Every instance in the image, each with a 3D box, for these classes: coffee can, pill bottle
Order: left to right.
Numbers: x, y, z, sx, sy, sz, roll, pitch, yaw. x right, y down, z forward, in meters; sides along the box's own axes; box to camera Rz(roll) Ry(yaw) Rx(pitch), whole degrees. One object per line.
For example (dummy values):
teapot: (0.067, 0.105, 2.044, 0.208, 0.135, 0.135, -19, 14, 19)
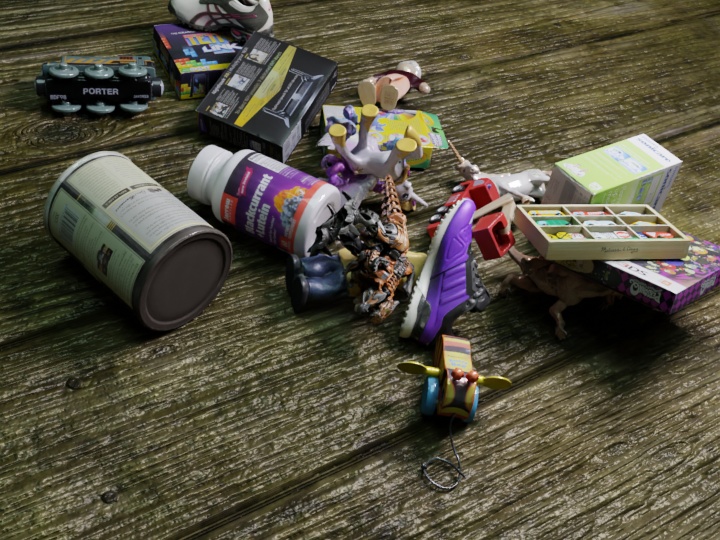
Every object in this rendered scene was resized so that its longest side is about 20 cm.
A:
coffee can: (-0.281, -0.040, 1.153, 0.200, 0.147, 0.146, 37, 47, 26)
pill bottle: (-0.138, -0.102, 1.282, 0.199, 0.112, 0.111, 24, 43, 15)

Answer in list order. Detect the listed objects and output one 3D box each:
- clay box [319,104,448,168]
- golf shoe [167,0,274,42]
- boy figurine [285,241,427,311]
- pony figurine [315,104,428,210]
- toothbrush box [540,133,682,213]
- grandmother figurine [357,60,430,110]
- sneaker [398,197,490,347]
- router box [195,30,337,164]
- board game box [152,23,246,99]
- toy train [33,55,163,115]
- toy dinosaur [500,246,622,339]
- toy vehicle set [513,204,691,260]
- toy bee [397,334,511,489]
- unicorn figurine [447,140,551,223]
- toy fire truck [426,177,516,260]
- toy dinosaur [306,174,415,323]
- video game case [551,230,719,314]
clay box: (0.037, -0.219, 1.501, 0.199, 0.048, 0.115, 3, 40, -11)
golf shoe: (-0.241, -0.461, 1.596, 0.199, 0.088, 0.077, 18, 42, 10)
boy figurine: (0.000, 0.000, 1.235, 0.199, 0.065, 0.125, -8, 52, -23)
pony figurine: (0.005, -0.156, 1.333, 0.192, 0.200, 0.167, 13, 66, 11)
toothbrush box: (0.368, -0.105, 1.377, 0.199, 0.146, 0.086, -21, 50, -32)
grandmother figurine: (0.064, -0.327, 1.593, 0.121, 0.061, 0.200, 19, 28, 8)
sneaker: (0.128, 0.009, 1.195, 0.099, 0.201, 0.070, 21, -2, 5)
router box: (-0.148, -0.282, 1.480, 0.157, 0.052, 0.200, 24, 61, 11)
board game box: (-0.245, -0.376, 1.605, 0.199, 0.057, 0.166, -12, 48, -25)
toy train: (-0.420, -0.304, 1.472, 0.199, 0.086, 0.114, -3, 31, -13)
toy dinosaur: (0.284, 0.009, 1.282, 0.135, 0.086, 0.200, -25, 46, -37)
toy vehicle set: (0.318, -0.053, 1.217, 0.199, 0.027, 0.124, -1, 26, -13)
toy bee: (0.119, 0.138, 1.078, 0.130, 0.109, 0.200, -4, 43, -19)
unicorn figurine: (0.239, -0.133, 1.445, 0.199, 0.074, 0.137, 2, 30, -32)
toy fire truck: (0.173, -0.079, 1.316, 0.141, 0.049, 0.200, -13, 25, 38)
toy dinosaur: (0.014, -0.032, 1.182, 0.135, 0.102, 0.201, 23, 38, -20)
video game case: (0.387, -0.016, 1.232, 0.199, 0.036, 0.181, -19, 37, -42)
